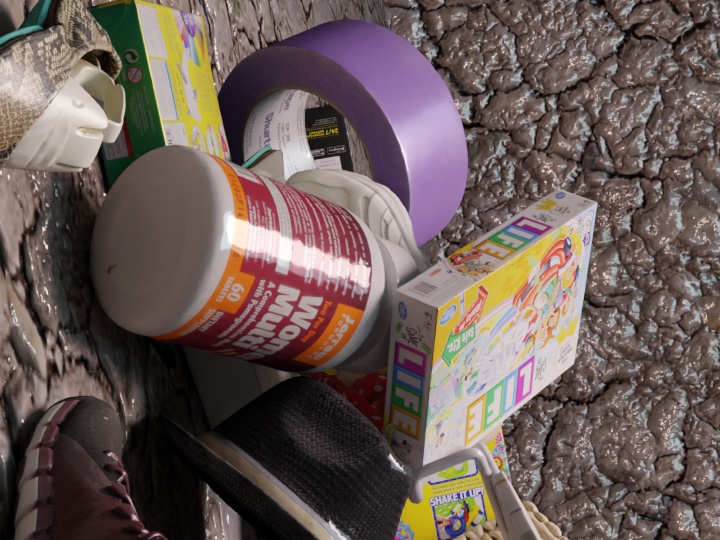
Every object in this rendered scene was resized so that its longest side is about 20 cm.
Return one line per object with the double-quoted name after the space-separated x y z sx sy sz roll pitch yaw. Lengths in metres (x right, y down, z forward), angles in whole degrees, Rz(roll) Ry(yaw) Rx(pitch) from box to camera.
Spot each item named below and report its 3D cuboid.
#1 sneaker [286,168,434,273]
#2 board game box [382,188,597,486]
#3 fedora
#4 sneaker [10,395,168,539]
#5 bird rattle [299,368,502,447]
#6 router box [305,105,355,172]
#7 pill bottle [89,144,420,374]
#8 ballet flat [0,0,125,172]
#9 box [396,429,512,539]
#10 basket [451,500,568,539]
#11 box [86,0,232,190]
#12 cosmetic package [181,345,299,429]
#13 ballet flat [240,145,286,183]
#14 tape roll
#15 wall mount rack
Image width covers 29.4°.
0.000 0.000 0.976 0.200 0.078 0.099 45 35 23 "sneaker"
0.089 0.040 0.922 0.200 0.034 0.135 -31 134 -45 "board game box"
-0.030 0.125 0.839 0.200 0.092 0.201 39 -13 11 "fedora"
-0.097 0.128 0.616 0.200 0.115 0.076 -89 166 -53 "sneaker"
0.030 0.084 1.014 0.200 0.163 0.113 -104 -153 -77 "bird rattle"
-0.039 -0.066 1.305 0.200 0.051 0.150 156 -76 -80 "router box"
-0.055 0.002 0.830 0.200 0.109 0.110 19 56 -48 "pill bottle"
-0.148 -0.085 0.658 0.075 0.068 0.200 39 18 -12 "ballet flat"
0.034 0.155 1.223 0.200 0.122 0.193 163 -83 -71 "box"
0.134 0.321 1.075 0.198 0.161 0.200 39 -23 56 "basket"
-0.133 -0.118 0.932 0.200 0.048 0.118 -36 115 -79 "box"
-0.085 0.042 1.039 0.200 0.052 0.151 -87 163 -58 "cosmetic package"
-0.089 -0.035 0.958 0.064 0.067 0.200 48 24 0 "ballet flat"
-0.019 -0.094 1.106 0.085 0.200 0.201 -34 118 -46 "tape roll"
0.088 0.212 0.857 0.200 0.074 0.174 -115 -176 -52 "wall mount rack"
